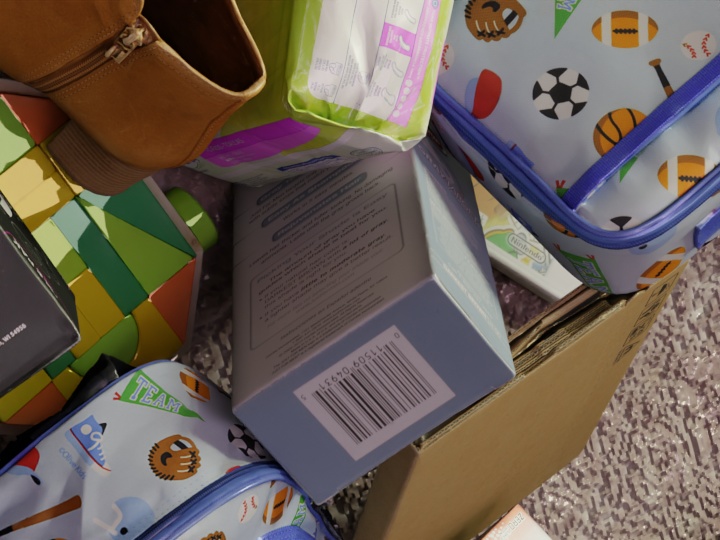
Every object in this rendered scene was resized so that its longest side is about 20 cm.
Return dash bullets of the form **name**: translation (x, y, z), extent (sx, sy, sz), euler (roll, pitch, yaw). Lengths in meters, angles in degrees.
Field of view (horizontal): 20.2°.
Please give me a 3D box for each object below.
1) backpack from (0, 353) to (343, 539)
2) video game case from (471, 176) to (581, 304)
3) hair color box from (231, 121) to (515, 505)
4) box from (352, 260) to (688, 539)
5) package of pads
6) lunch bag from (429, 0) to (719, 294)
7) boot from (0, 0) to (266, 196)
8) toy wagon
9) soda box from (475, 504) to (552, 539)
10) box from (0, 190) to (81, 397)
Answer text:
- **backpack**: translation (-0.093, 0.133, 0.836), extent (0.200, 0.154, 0.191), euler (-47, 152, -11)
- **video game case**: translation (0.071, -0.105, 0.991), extent (0.200, 0.023, 0.183), euler (31, 83, -27)
- **hair color box**: translation (0.000, 0.000, 0.858), extent (0.099, 0.200, 0.061), euler (-34, 116, 14)
- **box**: translation (0.063, 0.077, 0.924), extent (0.163, 0.200, 0.021), euler (-33, 70, -25)
- **package of pads**: translation (-0.014, -0.143, 0.851), extent (0.068, 0.154, 0.201), euler (16, 80, -25)
- **lunch bag**: translation (0.134, -0.095, 0.863), extent (0.200, 0.160, 0.076), euler (-40, 153, -9)
- **boot**: translation (-0.127, -0.124, 0.797), extent (0.201, 0.144, 0.071), euler (46, 56, -6)
- **toy wagon**: translation (-0.158, -0.021, 0.876), extent (0.155, 0.040, 0.200), euler (-41, 113, -16)
- **soda box**: translation (0.026, 0.196, 0.923), extent (0.068, 0.064, 0.200), euler (47, 52, 7)
- **box**: translation (-0.212, -0.028, 0.758), extent (0.124, 0.149, 0.200), euler (-35, 100, -4)
